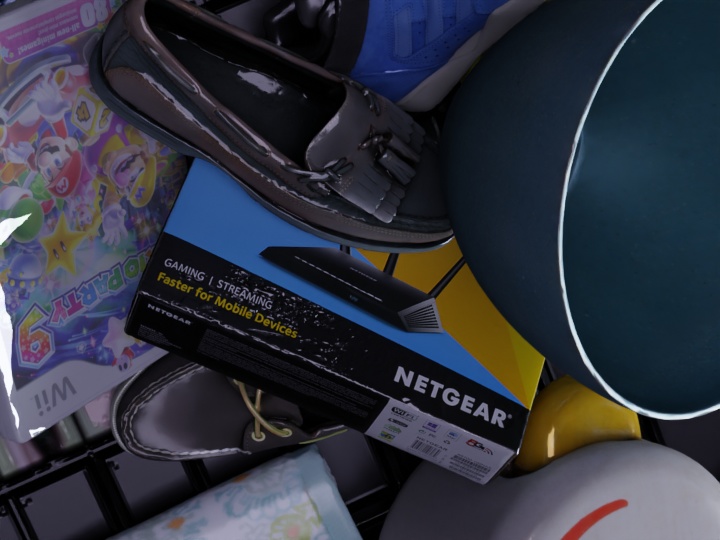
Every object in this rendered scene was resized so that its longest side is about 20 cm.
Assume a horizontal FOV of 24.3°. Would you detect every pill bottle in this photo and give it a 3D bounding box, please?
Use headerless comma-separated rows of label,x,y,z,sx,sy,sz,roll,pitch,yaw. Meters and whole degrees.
pill bottle,0.180,-0.070,0.884,0.110,0.111,0.201,-2,100,-10

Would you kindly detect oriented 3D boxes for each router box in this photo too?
router box,0.000,0.000,0.843,0.199,0.051,0.150,23,58,-6

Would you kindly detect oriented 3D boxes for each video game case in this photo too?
video game case,-0.140,-0.035,0.817,0.143,0.018,0.201,-33,124,-42

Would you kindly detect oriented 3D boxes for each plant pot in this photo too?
plant pot,0.114,-0.048,0.767,0.199,0.134,0.201,-13,112,-37

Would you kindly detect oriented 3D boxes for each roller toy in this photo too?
roller toy,0.112,0.171,0.882,0.182,0.140,0.201,38,77,-25

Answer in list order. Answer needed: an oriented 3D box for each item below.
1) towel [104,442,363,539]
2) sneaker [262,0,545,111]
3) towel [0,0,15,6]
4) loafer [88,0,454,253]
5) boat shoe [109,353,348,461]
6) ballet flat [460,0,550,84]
towel,-0.059,0.216,0.925,0.170,0.048,0.201,-26,103,-6
sneaker,0.024,-0.153,0.803,0.111,0.200,0.077,6,58,-30
towel,-0.191,-0.094,0.844,0.111,0.049,0.201,27,94,-15
loafer,-0.032,-0.069,0.792,0.199,0.063,0.072,24,62,-11
boat shoe,-0.037,0.057,0.892,0.200,0.061,0.072,-18,104,-7
ballet flat,0.110,-0.144,0.829,0.067,0.067,0.200,26,133,-14
